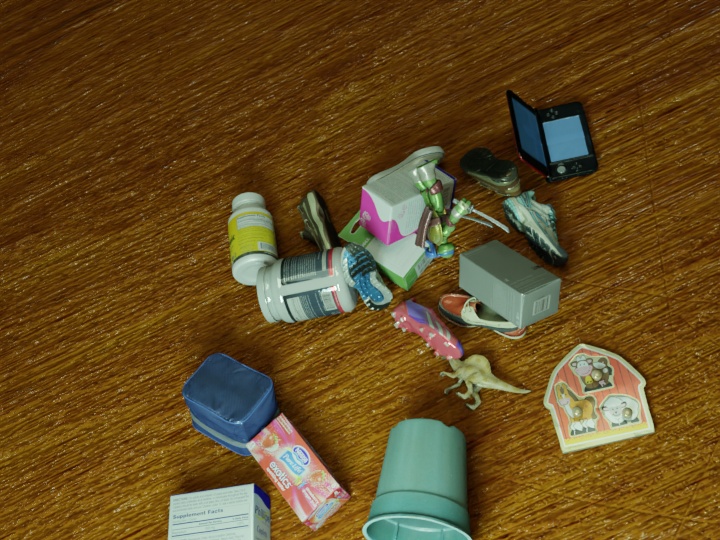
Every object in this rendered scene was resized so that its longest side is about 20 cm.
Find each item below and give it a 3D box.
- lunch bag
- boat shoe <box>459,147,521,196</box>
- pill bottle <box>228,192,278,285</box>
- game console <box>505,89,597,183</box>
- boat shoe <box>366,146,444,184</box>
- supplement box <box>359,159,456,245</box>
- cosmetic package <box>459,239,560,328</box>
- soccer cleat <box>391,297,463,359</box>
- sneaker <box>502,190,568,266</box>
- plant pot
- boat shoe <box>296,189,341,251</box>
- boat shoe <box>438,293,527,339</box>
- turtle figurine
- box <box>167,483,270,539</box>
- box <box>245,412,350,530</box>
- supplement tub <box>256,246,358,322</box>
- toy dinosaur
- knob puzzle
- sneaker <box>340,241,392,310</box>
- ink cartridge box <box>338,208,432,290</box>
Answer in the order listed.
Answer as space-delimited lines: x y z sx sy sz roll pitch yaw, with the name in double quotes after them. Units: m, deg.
-0.257 0.284 1.690 0.198 0.134 0.136 24 52 26 "lunch bag"
0.290 -0.213 1.822 0.075 0.074 0.200 -39 33 -3 "boat shoe"
-0.252 -0.078 1.903 0.109 0.112 0.203 -16 57 8 "pill bottle"
0.425 -0.312 1.815 0.169 0.119 0.203 -11 59 12 "game console"
0.112 -0.215 1.891 0.197 0.071 0.071 -26 62 5 "boat shoe"
0.103 -0.150 1.786 0.198 0.103 0.103 -26 48 -35 "supplement box"
0.295 0.024 1.639 0.105 0.092 0.200 -21 37 -27 "cosmetic package"
0.147 0.114 1.682 0.076 0.068 0.199 -36 41 -24 "soccer cleat"
0.387 -0.099 1.733 0.085 0.078 0.201 -30 57 -5 "sneaker"
0.114 0.390 1.483 0.196 0.202 0.199 -1 53 17 "plant pot"
-0.101 -0.089 1.893 0.074 0.075 0.205 -31 50 15 "boat shoe"
0.248 0.085 1.681 0.197 0.063 0.072 18 70 27 "boat shoe"
0.191 -0.140 1.682 0.197 0.144 0.197 -22 97 23 "turtle figurine"
-0.269 0.531 1.567 0.180 0.105 0.203 -11 59 12 "box"
-0.122 0.393 1.600 0.099 0.096 0.200 -40 60 -8 "box"
-0.114 0.034 1.777 0.196 0.141 0.143 -11 58 11 "supplement tub"
0.229 0.217 1.615 0.198 0.058 0.102 25 70 28 "toy dinosaur"
0.444 0.229 1.555 0.215 0.031 0.223 -8 59 14 "knob puzzle"
0.000 0.000 1.733 0.074 0.201 0.087 -28 47 -1 "sneaker"
0.057 -0.054 1.820 0.199 0.060 0.104 32 73 29 "ink cartridge box"
